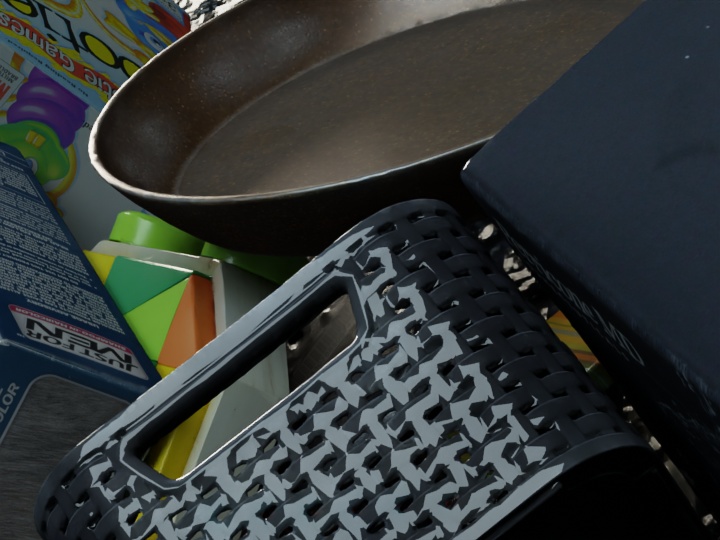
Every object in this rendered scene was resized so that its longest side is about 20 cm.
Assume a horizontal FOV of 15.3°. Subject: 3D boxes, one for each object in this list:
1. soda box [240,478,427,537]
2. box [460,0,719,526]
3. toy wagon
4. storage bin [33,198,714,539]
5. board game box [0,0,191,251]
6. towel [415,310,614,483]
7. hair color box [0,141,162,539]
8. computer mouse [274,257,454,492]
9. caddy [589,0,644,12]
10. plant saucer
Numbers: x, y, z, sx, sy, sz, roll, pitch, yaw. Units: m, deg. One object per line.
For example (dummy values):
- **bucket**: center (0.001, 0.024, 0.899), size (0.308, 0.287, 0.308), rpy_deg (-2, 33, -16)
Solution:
- **soda box**: center (-0.038, 0.119, 0.858), size (0.063, 0.068, 0.200), rpy_deg (-5, 49, 36)
- **box**: center (0.155, 0.038, 0.680), size (0.117, 0.200, 0.197), rpy_deg (-41, 38, -3)
- **toy wagon**: center (-0.087, 0.057, 0.841), size (0.200, 0.040, 0.155), rpy_deg (10, 77, 60)
- **storage bin**: center (0.020, 0.088, 0.721), size (0.135, 0.200, 0.094), rpy_deg (-38, 57, 0)
- **board game box**: center (-0.129, -0.057, 1.019), size (0.103, 0.105, 0.200), rpy_deg (-48, 21, 15)
- **towel**: center (0.101, 0.006, 0.860), size (0.200, 0.018, 0.086), rpy_deg (-39, 12, -11)
- **hair color box**: center (-0.129, 0.030, 0.828), size (0.100, 0.060, 0.200), rpy_deg (-61, 28, 13)
- **computer mouse**: center (0.000, 0.000, 0.852), size (0.141, 0.046, 0.200), rpy_deg (-55, 29, -4)
- **caddy**: center (0.112, -0.124, 0.927), size (0.141, 0.105, 0.200), rpy_deg (-27, 28, 19)
- **plant saucer**: center (0.018, -0.055, 0.796), size (0.200, 0.035, 0.200), rpy_deg (-17, 22, 7)
